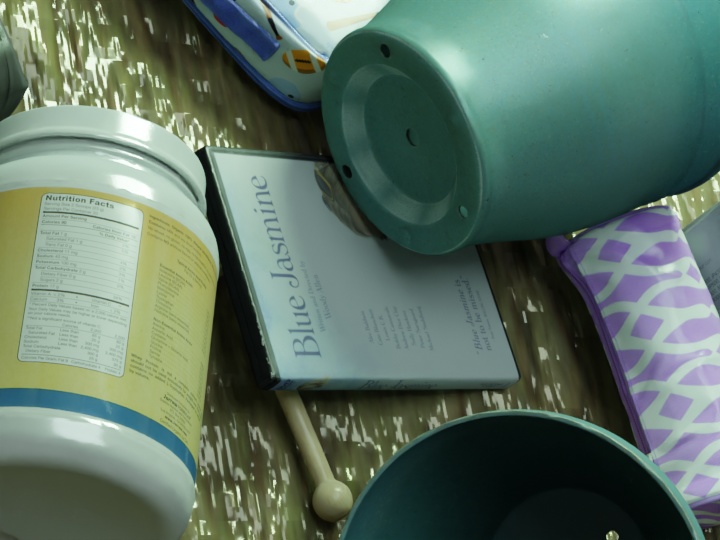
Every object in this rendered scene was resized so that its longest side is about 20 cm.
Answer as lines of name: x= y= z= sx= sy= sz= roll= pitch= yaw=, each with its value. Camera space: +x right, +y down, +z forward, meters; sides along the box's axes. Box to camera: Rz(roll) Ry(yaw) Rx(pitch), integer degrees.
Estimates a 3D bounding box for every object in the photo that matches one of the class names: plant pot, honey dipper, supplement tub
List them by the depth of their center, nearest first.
supplement tub: x=-0.146 y=0.034 z=1.211 sx=0.144 sy=0.145 sz=0.201 roll=18 pitch=56 yaw=-21
plant pot: x=0.097 y=0.169 z=1.271 sx=0.201 sy=0.200 sz=0.135 roll=56 pitch=14 yaw=9
honey dipper: x=-0.049 y=0.044 z=1.332 sx=0.038 sy=0.038 sz=0.201 roll=-15 pitch=74 yaw=-35
plant pot: x=0.087 y=-0.103 z=1.376 sx=0.187 sy=0.200 sz=0.201 roll=-28 pitch=80 yaw=-33

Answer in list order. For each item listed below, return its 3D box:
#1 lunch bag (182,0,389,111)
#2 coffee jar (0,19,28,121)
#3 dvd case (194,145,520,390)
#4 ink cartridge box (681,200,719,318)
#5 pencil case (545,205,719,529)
lunch bag: x=-0.054 y=-0.201 z=1.444 sx=0.200 sy=0.076 sz=0.160 roll=46 pitch=53 yaw=-2
coffee jar: x=-0.275 y=-0.101 z=1.247 sx=0.199 sy=0.085 sz=0.105 roll=-19 pitch=77 yaw=-35
dvd case: x=0.000 y=0.000 z=1.369 sx=0.199 sy=0.018 sz=0.144 roll=2 pitch=63 yaw=-44
ink cartridge box: x=0.294 y=0.044 z=1.463 sx=0.144 sy=0.145 sz=0.201 roll=-8 pitch=67 yaw=-33
pencil case: x=0.180 y=0.061 z=1.431 sx=0.085 sy=0.084 sz=0.201 roll=-13 pitch=68 yaw=-14
